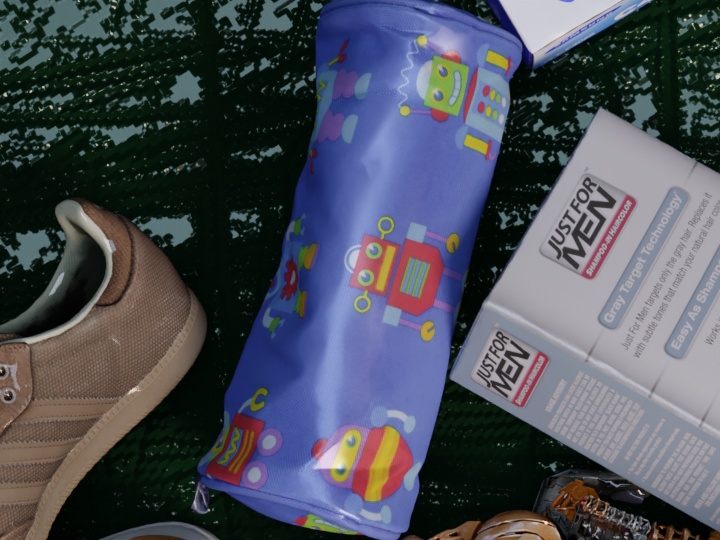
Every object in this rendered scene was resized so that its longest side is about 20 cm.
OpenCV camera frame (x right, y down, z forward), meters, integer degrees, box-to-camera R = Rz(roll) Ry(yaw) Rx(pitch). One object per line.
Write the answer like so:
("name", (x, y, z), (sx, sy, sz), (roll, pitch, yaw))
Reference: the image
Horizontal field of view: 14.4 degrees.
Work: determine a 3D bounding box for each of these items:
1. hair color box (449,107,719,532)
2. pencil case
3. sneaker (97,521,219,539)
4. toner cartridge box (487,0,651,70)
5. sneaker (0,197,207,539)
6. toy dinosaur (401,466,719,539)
("hair color box", (0.144, 0.038, 1.023), (0.200, 0.061, 0.099), (30, 59, 4))
("pencil case", (0.000, 0.000, 1.039), (0.078, 0.087, 0.201), (17, 84, -22))
("sneaker", (-0.143, 0.139, 1.030), (0.199, 0.085, 0.073), (-24, 86, 1))
("toner cartridge box", (0.054, -0.186, 1.074), (0.095, 0.043, 0.200), (-31, 84, 0))
("sneaker", (-0.139, 0.060, 1.017), (0.200, 0.070, 0.076), (-53, 123, -27))
("toy dinosaur", (0.065, 0.135, 1.031), (0.199, 0.102, 0.136), (-11, 60, 14))
